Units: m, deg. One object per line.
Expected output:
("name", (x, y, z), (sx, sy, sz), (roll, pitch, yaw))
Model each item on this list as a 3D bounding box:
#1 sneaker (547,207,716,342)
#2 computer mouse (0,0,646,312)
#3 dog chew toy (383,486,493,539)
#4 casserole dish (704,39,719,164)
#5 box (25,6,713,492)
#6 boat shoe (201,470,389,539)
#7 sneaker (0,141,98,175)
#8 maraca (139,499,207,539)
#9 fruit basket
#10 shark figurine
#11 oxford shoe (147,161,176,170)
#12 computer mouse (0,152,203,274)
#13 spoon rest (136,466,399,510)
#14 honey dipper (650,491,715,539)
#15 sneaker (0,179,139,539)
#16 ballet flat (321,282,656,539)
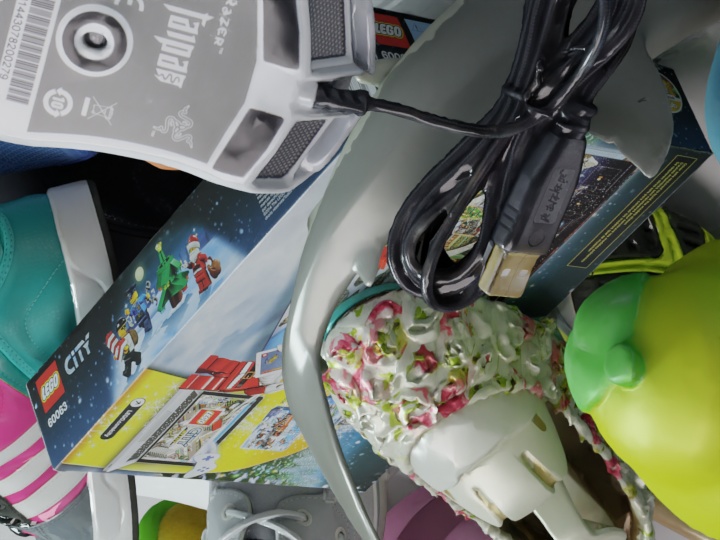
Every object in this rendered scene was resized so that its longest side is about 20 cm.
("sneaker", (0.122, 0.029, 1.080), (0.076, 0.075, 0.200), (14, 159, 49))
("computer mouse", (-0.034, -0.061, 0.777), (0.200, 0.044, 0.110), (16, 116, -7))
("dog chew toy", (0.059, 0.138, 1.204), (0.124, 0.125, 0.200), (14, 170, -1))
("casserole dish", (0.175, -0.046, 0.854), (0.200, 0.121, 0.039), (25, 172, -27))
("box", (0.000, 0.000, 0.972), (0.137, 0.038, 0.200), (7, 139, -40))
("boat shoe", (-0.033, 0.117, 1.156), (0.072, 0.200, 0.069), (5, -179, 12))
("sneaker", (-0.173, -0.037, 1.039), (0.200, 0.089, 0.079), (-6, 145, 30))
("maraca", (-0.025, 0.166, 1.335), (0.107, 0.137, 0.200), (-39, 136, 24))
("fruit basket", (0.149, 0.047, 0.926), (0.216, 0.216, 0.156), (15, 152, -4))
("shark figurine", (0.042, -0.031, 0.828), (0.089, 0.214, 0.128), (39, 176, 34))
("oxford shoe", (-0.034, -0.087, 0.836), (0.073, 0.071, 0.200), (7, 152, 3))
("computer mouse", (-0.057, -0.002, 1.099), (0.200, 0.053, 0.139), (14, 154, -1))
("spoon rest", (-0.074, 0.070, 1.235), (0.200, 0.061, 0.099), (-1, 150, 23))
("honey dipper", (0.096, 0.082, 1.150), (0.200, 0.038, 0.038), (26, 157, 20))
("sneaker", (-0.144, 0.056, 1.056), (0.121, 0.084, 0.200), (-10, 137, -11))
("ballet flat", (0.055, 0.061, 1.003), (0.076, 0.064, 0.200), (-36, 147, 12))
